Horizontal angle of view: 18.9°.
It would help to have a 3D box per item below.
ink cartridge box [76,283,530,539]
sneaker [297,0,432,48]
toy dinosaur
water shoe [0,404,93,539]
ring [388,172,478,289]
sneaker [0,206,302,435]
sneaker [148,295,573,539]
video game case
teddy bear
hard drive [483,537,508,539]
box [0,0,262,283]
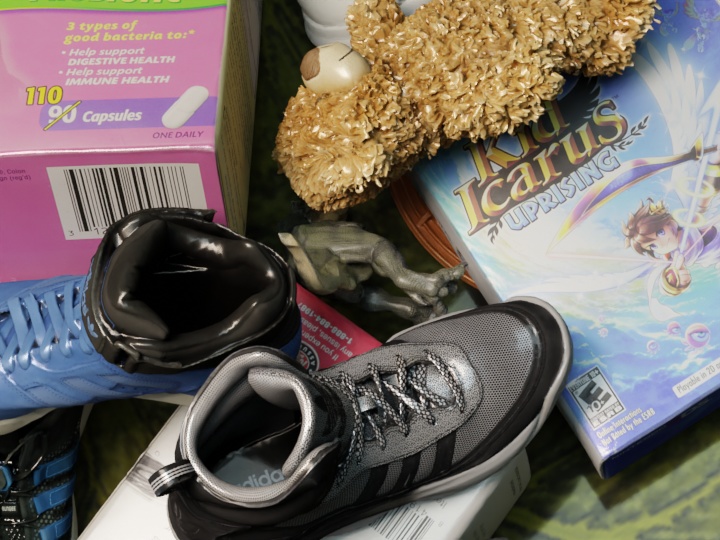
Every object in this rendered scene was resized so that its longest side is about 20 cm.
[{"bbox_3d":[-0.035,0.129,1.015,0.145,0.083,0.201,35,80,16],"label":"ink cartridge box"},{"bbox_3d":[0.049,-0.189,1.089,0.199,0.100,0.075,-33,44,-4],"label":"sneaker"},{"bbox_3d":[0.000,0.000,1.010,0.087,0.200,0.048,22,94,-3],"label":"toy dinosaur"},{"bbox_3d":[-0.173,0.094,1.048,0.071,0.079,0.202,5,74,11],"label":"water shoe"},{"bbox_3d":[0.107,-0.078,1.093,0.198,0.019,0.202,-2,72,7],"label":"ring"},{"bbox_3d":[-0.123,0.019,0.935,0.198,0.111,0.077,1,64,-4],"label":"sneaker"},{"bbox_3d":[0.002,0.062,0.927,0.199,0.114,0.076,-27,71,-3],"label":"sneaker"},{"bbox_3d":[0.150,-0.031,1.040,0.199,0.045,0.182,-32,70,-2],"label":"video game case"},{"bbox_3d":[0.045,-0.104,1.016,0.198,0.067,0.146,-19,41,0],"label":"teddy bear"},{"bbox_3d":[-0.023,0.199,0.933,0.198,0.033,0.141,-8,83,-6],"label":"hard drive"},{"bbox_3d":[-0.141,-0.097,1.024,0.174,0.097,0.201,-1,51,4],"label":"box"}]
